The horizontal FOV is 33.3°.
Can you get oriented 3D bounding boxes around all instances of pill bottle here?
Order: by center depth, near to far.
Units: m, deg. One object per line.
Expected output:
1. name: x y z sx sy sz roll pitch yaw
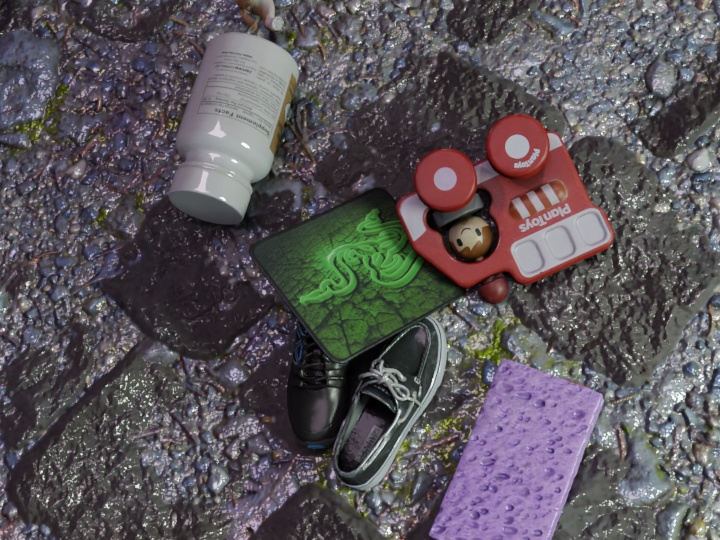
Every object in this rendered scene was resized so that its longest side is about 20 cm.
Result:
1. pill bottle: -0.149 -0.161 1.385 0.114 0.114 0.200 9 70 17

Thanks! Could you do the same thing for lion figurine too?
1. lion figurine: -0.116 -0.379 1.494 0.122 0.072 0.200 19 77 56

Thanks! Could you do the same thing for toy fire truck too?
1. toy fire truck: 0.149 -0.059 1.281 0.200 0.112 0.168 -25 82 3

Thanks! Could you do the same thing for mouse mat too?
1. mouse mat: 0.000 0.000 1.269 0.200 0.008 0.161 -27 69 -36

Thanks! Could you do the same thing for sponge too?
1. sponge: 0.157 0.197 1.202 0.111 0.030 0.200 19 73 21

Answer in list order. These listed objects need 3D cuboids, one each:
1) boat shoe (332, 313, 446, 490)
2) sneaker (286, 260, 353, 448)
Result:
1. boat shoe: 0.026 0.127 1.242 0.074 0.068 0.200 27 76 22
2. sneaker: -0.047 0.086 1.271 0.073 0.082 0.200 -2 67 14
